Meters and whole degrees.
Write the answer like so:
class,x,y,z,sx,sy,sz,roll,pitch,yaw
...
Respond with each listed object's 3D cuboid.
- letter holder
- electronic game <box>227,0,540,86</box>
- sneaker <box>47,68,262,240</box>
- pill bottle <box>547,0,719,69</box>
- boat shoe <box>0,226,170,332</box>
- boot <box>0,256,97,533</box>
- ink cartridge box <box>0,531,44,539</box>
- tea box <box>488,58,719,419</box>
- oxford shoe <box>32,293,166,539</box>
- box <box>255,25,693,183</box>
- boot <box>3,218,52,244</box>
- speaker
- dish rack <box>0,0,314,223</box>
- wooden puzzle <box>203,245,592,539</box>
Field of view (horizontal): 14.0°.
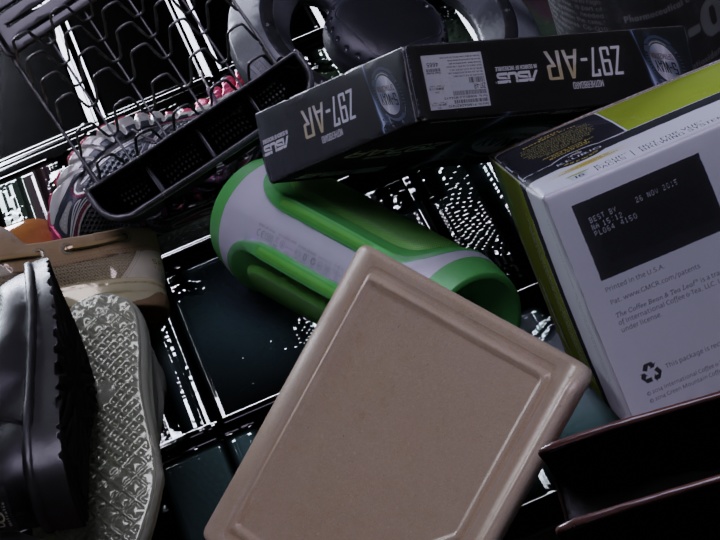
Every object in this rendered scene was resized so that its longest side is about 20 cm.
class,x,y,z,sx,sy,sz,roll,pitch,yaw
letter holder,0.192,0.103,1.404,0.200,0.142,0.101,-16,74,7
electronic game,0.016,-0.145,1.843,0.200,0.042,0.200,5,45,-5
sneaker,-0.103,-0.064,1.813,0.200,0.081,0.075,-31,43,-14
pill bottle,0.162,-0.185,1.737,0.113,0.200,0.113,-13,39,11
boat shoe,-0.216,0.010,1.744,0.200,0.071,0.065,-4,69,-14
boot,-0.229,0.077,1.581,0.158,0.079,0.211,-12,33,5
ink cartridge box,-0.206,0.233,1.504,0.146,0.085,0.200,13,50,37
tea box,0.192,-0.030,1.538,0.200,0.134,0.197,-22,11,-1
oxford shoe,-0.142,0.108,1.652,0.075,0.058,0.200,-6,55,8
box,0.065,-0.095,1.668,0.200,0.044,0.160,-7,-7,-35
boot,-0.284,-0.017,1.776,0.200,0.155,0.077,-28,35,-9
speaker,0.000,0.000,1.684,0.088,0.088,0.200,-39,42,-21
dish rack,-0.136,-0.137,1.773,0.153,0.055,0.200,-34,74,-5
wooden puzzle,0.020,0.101,1.548,0.200,0.037,0.185,29,90,46
